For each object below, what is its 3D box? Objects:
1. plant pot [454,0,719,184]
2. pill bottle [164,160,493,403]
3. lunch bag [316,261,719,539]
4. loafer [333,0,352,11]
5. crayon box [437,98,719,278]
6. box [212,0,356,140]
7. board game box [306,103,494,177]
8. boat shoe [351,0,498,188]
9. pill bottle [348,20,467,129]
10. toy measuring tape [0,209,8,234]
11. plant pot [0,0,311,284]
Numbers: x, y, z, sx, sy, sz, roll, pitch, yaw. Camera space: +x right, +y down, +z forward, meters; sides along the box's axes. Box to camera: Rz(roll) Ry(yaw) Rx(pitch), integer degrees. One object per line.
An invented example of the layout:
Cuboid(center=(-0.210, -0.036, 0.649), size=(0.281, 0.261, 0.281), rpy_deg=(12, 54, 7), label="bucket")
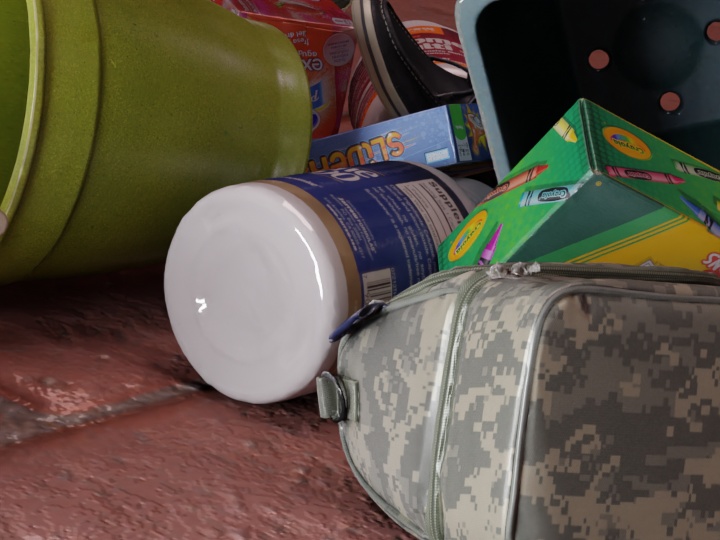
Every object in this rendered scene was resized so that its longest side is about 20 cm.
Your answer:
Cuboid(center=(0.172, -0.105, 1.225), size=(0.195, 0.197, 0.200), rpy_deg=(-13, 18, 9), label="plant pot")
Cuboid(center=(0.000, 0.000, 1.154), size=(0.111, 0.111, 0.200), rpy_deg=(22, 20, 32), label="pill bottle")
Cuboid(center=(0.101, 0.066, 0.991), size=(0.200, 0.140, 0.168), rpy_deg=(3, 1, -29), label="lunch bag")
Cuboid(center=(-0.090, -0.276, 2.032), size=(0.200, 0.076, 0.068), rpy_deg=(4, 13, -25), label="loafer")
Cuboid(center=(0.153, 0.007, 1.107), size=(0.200, 0.119, 0.058), rpy_deg=(24, 38, -25), label="crayon box")
Cuboid(center=(-0.077, -0.165, 1.647), size=(0.095, 0.100, 0.200), rpy_deg=(5, 19, -18), label="box")
Cuboid(center=(0.002, -0.062, 1.314), size=(0.200, 0.035, 0.135), rpy_deg=(-13, -2, 32), label="board game box")
Cuboid(center=(0.060, -0.100, 1.400), size=(0.062, 0.200, 0.075), rpy_deg=(-30, 23, 16), label="boat shoe")
Cuboid(center=(0.047, -0.112, 1.542), size=(0.109, 0.110, 0.200), rpy_deg=(9, 18, -7), label="pill bottle")
Cuboid(center=(-0.226, 0.041, 0.892), size=(0.200, 0.074, 0.074), rpy_deg=(-30, 34, -19), label="toy measuring tape")
Cuboid(center=(-0.137, -0.082, 1.183), size=(0.193, 0.201, 0.200), rpy_deg=(6, 17, -36), label="plant pot")
